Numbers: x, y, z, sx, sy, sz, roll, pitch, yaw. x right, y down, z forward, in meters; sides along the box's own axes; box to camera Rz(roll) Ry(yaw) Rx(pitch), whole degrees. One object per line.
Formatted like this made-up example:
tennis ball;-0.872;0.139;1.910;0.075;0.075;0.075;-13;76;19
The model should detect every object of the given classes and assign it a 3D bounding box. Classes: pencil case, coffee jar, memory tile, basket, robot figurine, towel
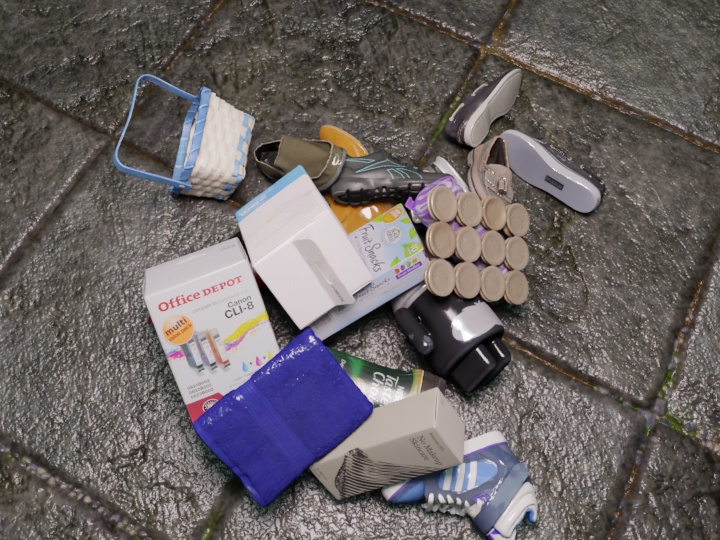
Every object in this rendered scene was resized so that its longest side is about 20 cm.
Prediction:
pencil case;0.158;-0.045;1.125;0.201;0.085;0.084;52;48;-22
coffee jar;0.020;0.180;1.069;0.196;0.086;0.106;13;66;4
memory tile;0.168;-0.034;1.067;0.197;0.017;0.156;8;80;-35
basket;-0.279;-0.205;1.201;0.198;0.139;0.179;22;62;-25
robot figurine;0.129;0.078;1.100;0.124;0.150;0.201;-37;68;-1
towel;-0.098;0.188;0.975;0.199;0.050;0.148;-39;102;-1

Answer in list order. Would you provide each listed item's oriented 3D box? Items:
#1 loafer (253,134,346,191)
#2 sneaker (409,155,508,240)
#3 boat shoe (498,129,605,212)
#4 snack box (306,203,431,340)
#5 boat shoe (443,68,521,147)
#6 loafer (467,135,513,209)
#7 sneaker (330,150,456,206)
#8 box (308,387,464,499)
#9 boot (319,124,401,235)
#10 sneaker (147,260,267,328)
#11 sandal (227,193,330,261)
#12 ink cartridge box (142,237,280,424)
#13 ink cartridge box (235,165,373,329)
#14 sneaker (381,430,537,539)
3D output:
loafer;-0.102;-0.171;1.184;0.198;0.069;0.076;3;71;46
sneaker;0.148;-0.076;1.213;0.115;0.076;0.201;-38;74;1
boat shoe;0.323;-0.177;1.257;0.199;0.070;0.066;36;52;18
snack box;0.000;0.000;1.103;0.198;0.053;0.143;-30;34;7
boat shoe;0.215;-0.288;1.303;0.060;0.074;0.201;22;59;30
loafer;0.211;-0.154;1.192;0.071;0.063;0.201;36;29;-21
sneaker;0.052;-0.149;1.164;0.196;0.076;0.081;1;68;-2
box;0.034;0.231;0.990;0.198;0.083;0.069;-25;29;26
boot;-0.035;-0.133;1.222;0.201;0.071;0.144;43;69;12
sneaker;-0.226;0.048;1.133;0.196;0.072;0.114;-3;61;6
sandal;-0.133;-0.062;1.188;0.198;0.048;0.076;-29;71;10
ink cartridge box;-0.197;0.081;1.028;0.143;0.145;0.203;-21;108;-10
ink cartridge box;-0.080;-0.031;1.044;0.124;0.129;0.201;-34;31;2
sneaker;0.143;0.316;1.011;0.197;0.081;0.148;-18;62;-16
